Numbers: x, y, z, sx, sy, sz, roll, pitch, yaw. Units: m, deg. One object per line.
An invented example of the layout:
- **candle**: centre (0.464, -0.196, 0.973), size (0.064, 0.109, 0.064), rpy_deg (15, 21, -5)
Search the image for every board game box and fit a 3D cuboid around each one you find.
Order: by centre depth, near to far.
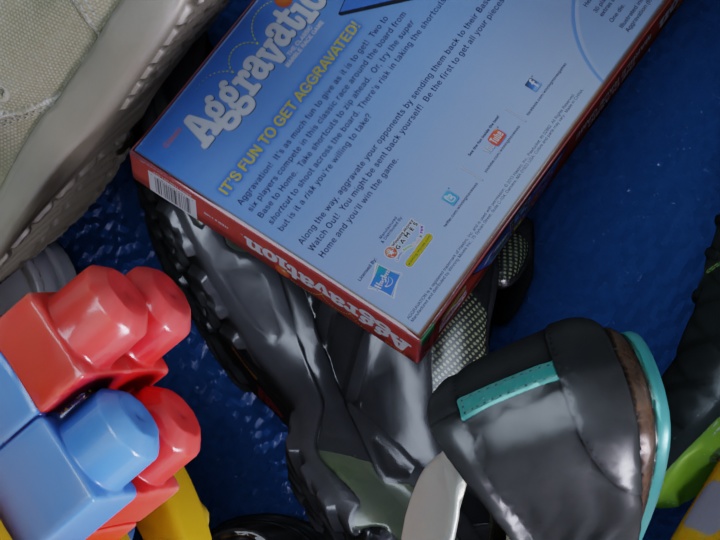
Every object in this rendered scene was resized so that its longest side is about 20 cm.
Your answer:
- **board game box**: centre (0.031, -0.078, 0.757), size (0.103, 0.019, 0.200), rpy_deg (33, 69, 12)

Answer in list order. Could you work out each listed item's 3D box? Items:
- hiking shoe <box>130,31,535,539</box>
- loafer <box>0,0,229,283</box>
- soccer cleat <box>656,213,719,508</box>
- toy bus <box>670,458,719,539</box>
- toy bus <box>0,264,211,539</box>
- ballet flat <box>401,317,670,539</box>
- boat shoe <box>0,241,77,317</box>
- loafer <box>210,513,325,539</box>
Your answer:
- **hiking shoe**: centre (0.000, 0.000, 0.777), size (0.100, 0.076, 0.201), rpy_deg (-27, 79, -11)
- **loafer**: centre (-0.098, -0.052, 0.715), size (0.068, 0.076, 0.200), rpy_deg (43, 128, 1)
- **soccer cleat**: centre (0.133, -0.020, 0.750), size (0.081, 0.068, 0.200), rpy_deg (37, 86, 23)
- **toy bus**: centre (0.168, 0.015, 0.669), size (0.065, 0.078, 0.201), rpy_deg (42, 76, -30)
- **toy bus**: centre (-0.110, 0.074, 0.708), size (0.192, 0.200, 0.136), rpy_deg (-40, 76, 12)
- **ballet flat**: centre (0.042, 0.088, 0.697), size (0.068, 0.201, 0.068), rpy_deg (-13, 45, -9)
- **boat shoe**: centre (-0.185, 0.036, 0.804), size (0.199, 0.069, 0.071), rpy_deg (-20, 78, 9)
- **loafer**: centre (-0.033, 0.174, 0.756), size (0.072, 0.072, 0.202), rpy_deg (-8, 84, 9)
